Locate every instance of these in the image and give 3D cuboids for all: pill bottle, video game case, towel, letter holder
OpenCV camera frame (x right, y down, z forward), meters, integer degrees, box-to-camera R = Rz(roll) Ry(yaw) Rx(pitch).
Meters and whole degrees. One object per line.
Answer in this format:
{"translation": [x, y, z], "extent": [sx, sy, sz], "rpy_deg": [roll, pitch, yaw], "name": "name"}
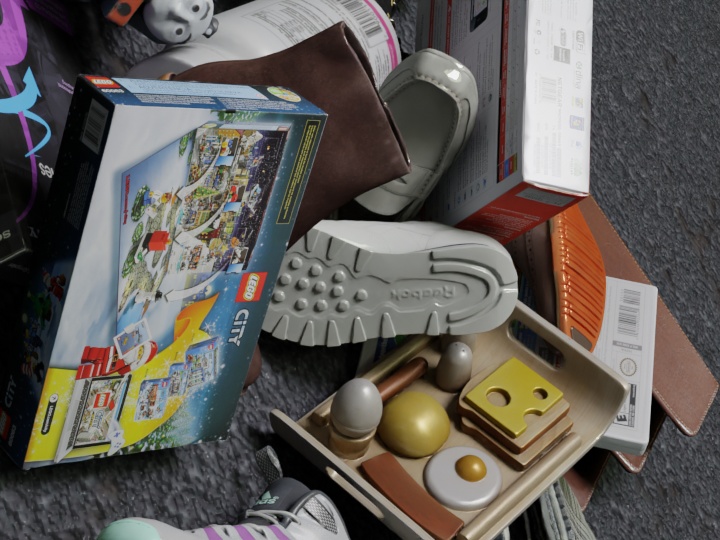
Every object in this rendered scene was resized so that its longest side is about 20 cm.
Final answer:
{"translation": [-0.064, -0.114, 1.008], "extent": [0.114, 0.113, 0.200], "rpy_deg": [59, 36, -3], "name": "pill bottle"}
{"translation": [0.104, 0.047, 1.082], "extent": [0.198, 0.018, 0.144], "rpy_deg": [12, 48, 2], "name": "video game case"}
{"translation": [0.153, 0.211, 1.043], "extent": [0.201, 0.034, 0.193], "rpy_deg": [59, 15, -32], "name": "towel"}
{"translation": [0.162, 0.061, 1.182], "extent": [0.201, 0.100, 0.142], "rpy_deg": [54, 38, -9], "name": "letter holder"}

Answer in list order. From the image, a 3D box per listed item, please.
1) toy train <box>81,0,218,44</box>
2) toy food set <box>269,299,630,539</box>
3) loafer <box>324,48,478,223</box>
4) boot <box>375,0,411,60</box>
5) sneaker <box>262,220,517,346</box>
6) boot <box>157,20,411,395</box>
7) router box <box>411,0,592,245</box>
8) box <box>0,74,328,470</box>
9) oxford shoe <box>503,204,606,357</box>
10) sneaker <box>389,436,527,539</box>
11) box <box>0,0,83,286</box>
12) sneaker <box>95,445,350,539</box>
{"translation": [-0.144, -0.200, 0.949], "extent": [0.113, 0.085, 0.200], "rpy_deg": [32, 13, -30], "name": "toy train"}
{"translation": [0.059, 0.085, 0.979], "extent": [0.143, 0.061, 0.199], "rpy_deg": [36, 49, 24], "name": "toy food set"}
{"translation": [0.023, -0.068, 1.022], "extent": [0.069, 0.200, 0.070], "rpy_deg": [29, 57, 2], "name": "loafer"}
{"translation": [0.014, -0.187, 1.188], "extent": [0.199, 0.073, 0.152], "rpy_deg": [-1, 66, -47], "name": "boot"}
{"translation": [0.000, 0.000, 0.999], "extent": [0.197, 0.077, 0.081], "rpy_deg": [6, 21, -4], "name": "sneaker"}
{"translation": [-0.048, -0.028, 0.889], "extent": [0.073, 0.165, 0.202], "rpy_deg": [-86, 157, -62], "name": "boot"}
{"translation": [0.091, -0.123, 1.051], "extent": [0.048, 0.179, 0.203], "rpy_deg": [10, 73, -20], "name": "router box"}
{"translation": [-0.105, 0.002, 0.811], "extent": [0.136, 0.202, 0.038], "rpy_deg": [-3, 30, -45], "name": "box"}
{"translation": [0.124, -0.020, 1.103], "extent": [0.071, 0.072, 0.202], "rpy_deg": [40, 37, -46], "name": "oxford shoe"}
{"translation": [0.083, 0.197, 1.032], "extent": [0.202, 0.077, 0.086], "rpy_deg": [65, 18, 1], "name": "sneaker"}
{"translation": [-0.186, -0.084, 0.862], "extent": [0.143, 0.036, 0.202], "rpy_deg": [26, 45, -70], "name": "box"}
{"translation": [-0.066, 0.151, 0.867], "extent": [0.200, 0.077, 0.141], "rpy_deg": [45, 36, -37], "name": "sneaker"}
